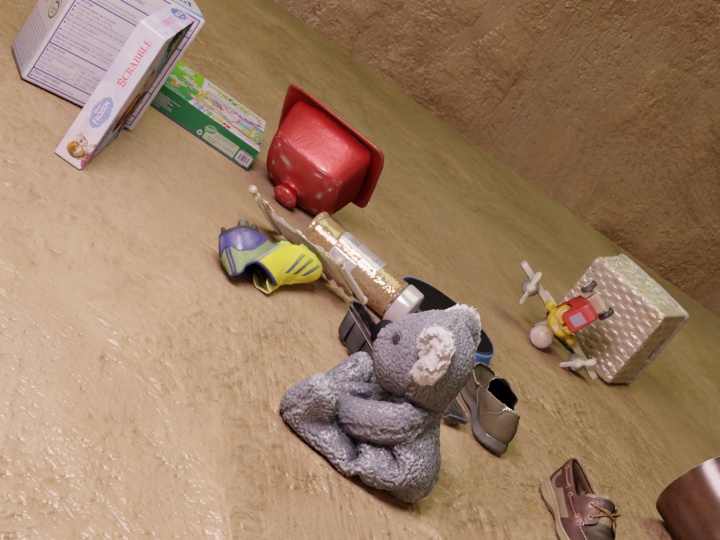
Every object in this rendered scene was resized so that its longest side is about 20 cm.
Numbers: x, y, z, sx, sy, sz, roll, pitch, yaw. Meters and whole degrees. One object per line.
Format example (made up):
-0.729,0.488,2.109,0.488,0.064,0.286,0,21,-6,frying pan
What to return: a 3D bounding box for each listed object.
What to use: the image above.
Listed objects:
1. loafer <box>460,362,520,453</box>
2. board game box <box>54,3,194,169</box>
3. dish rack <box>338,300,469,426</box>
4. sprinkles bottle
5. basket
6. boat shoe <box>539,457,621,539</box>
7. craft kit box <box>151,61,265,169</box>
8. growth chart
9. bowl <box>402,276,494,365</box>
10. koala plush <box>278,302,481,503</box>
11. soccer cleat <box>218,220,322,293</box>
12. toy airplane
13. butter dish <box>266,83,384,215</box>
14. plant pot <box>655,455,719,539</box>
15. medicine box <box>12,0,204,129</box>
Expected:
0.192,0.182,1.591,0.075,0.070,0.200,33,17,-16,loafer
-0.298,-0.241,1.453,0.041,0.201,0.200,35,17,-9,board game box
0.066,0.129,1.497,0.199,0.055,0.154,25,22,-39,dish rack
0.000,0.000,1.674,0.200,0.068,0.068,41,17,9,sprinkles bottle
0.515,0.101,2.281,0.200,0.199,0.160,45,22,23,basket
0.293,0.315,1.448,0.072,0.072,0.200,31,18,-22,boat shoe
-0.253,-0.266,1.895,0.199,0.049,0.198,34,14,-15,craft kit box
-0.073,-0.031,1.600,0.200,0.018,0.145,39,-11,24,growth chart
0.127,0.083,1.772,0.200,0.039,0.201,35,16,-12,bowl
0.053,0.124,1.222,0.184,0.201,0.177,41,16,11,koala plush
-0.117,-0.003,1.481,0.200,0.064,0.085,23,53,-55,soccer cleat
0.370,0.096,2.131,0.200,0.141,0.200,41,-24,40,toy airplane
-0.083,-0.162,1.821,0.199,0.148,0.200,38,-24,6,butter dish
0.559,0.400,1.651,0.186,0.187,0.201,23,37,-42,plant pot
-0.351,-0.330,1.573,0.181,0.201,0.103,24,21,-39,medicine box
